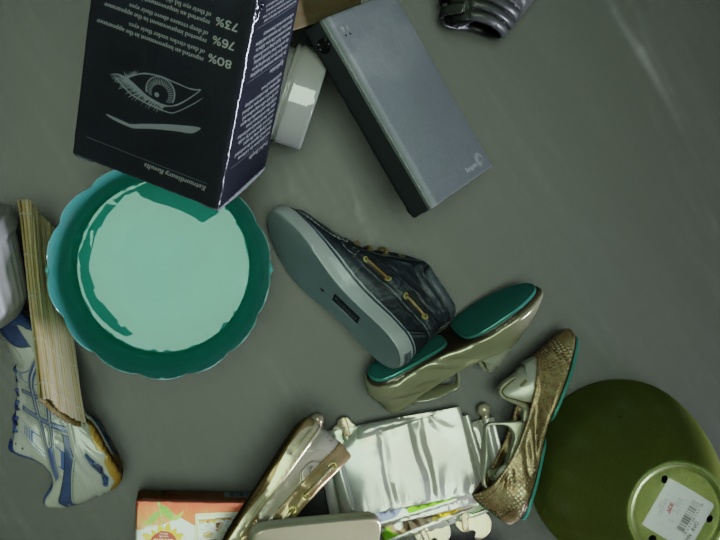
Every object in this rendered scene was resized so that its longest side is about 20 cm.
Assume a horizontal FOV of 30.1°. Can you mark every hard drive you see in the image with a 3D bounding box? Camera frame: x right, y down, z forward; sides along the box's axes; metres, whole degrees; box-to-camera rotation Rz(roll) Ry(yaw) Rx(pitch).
[{"bbox_3d":[0.040,-0.160,1.281,0.033,0.139,0.201,-27,95,36],"label":"hard drive"}]

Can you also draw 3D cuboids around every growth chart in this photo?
[{"bbox_3d":[0.055,0.207,1.348,0.199,0.018,0.146,-5,93,-4],"label":"growth chart"}]

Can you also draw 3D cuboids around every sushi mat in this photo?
[{"bbox_3d":[-0.286,0.041,1.241,0.012,0.096,0.201,-14,68,4],"label":"sushi mat"}]

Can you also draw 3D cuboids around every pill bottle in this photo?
[{"bbox_3d":[-0.137,-0.191,1.270,0.199,0.114,0.115,18,91,-4],"label":"pill bottle"}]

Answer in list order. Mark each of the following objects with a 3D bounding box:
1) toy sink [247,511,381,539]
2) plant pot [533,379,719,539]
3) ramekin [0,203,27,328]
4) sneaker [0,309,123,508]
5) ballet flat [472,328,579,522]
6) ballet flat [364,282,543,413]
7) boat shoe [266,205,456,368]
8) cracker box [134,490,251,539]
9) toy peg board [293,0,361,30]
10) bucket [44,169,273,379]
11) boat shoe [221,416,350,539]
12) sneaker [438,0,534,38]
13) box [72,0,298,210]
[{"bbox_3d":[-0.036,0.338,1.221,0.130,0.112,0.201,-1,116,-22],"label":"toy sink"},{"bbox_3d":[0.272,0.208,1.273,0.186,0.200,0.188,0,92,-5],"label":"plant pot"},{"bbox_3d":[-0.398,0.016,1.222,0.201,0.202,0.095,-17,106,-4],"label":"ramekin"},{"bbox_3d":[-0.309,0.137,1.288,0.088,0.075,0.201,-27,93,-3],"label":"sneaker"},{"bbox_3d":[0.159,0.147,1.321,0.065,0.071,0.201,18,82,-8],"label":"ballet flat"},{"bbox_3d":[0.099,0.082,1.330,0.199,0.069,0.070,-27,94,-1],"label":"ballet flat"},{"bbox_3d":[0.000,0.000,1.318,0.091,0.071,0.200,-37,79,-31],"label":"boat shoe"},{"bbox_3d":[-0.157,0.320,1.314,0.133,0.058,0.201,3,91,-7],"label":"cracker box"},{"bbox_3d":[-0.105,-0.318,1.245,0.097,0.200,0.200,-10,103,28],"label":"toy peg board"},{"bbox_3d":[-0.187,-0.001,1.259,0.206,0.135,0.208,0,92,-6],"label":"bucket"},{"bbox_3d":[-0.079,0.237,1.256,0.069,0.074,0.201,33,86,-2],"label":"boat shoe"},{"bbox_3d":[0.084,-0.298,1.305,0.199,0.071,0.100,28,85,-9],"label":"sneaker"},{"bbox_3d":[-0.148,-0.176,1.136,0.147,0.104,0.201,22,121,11],"label":"box"}]
